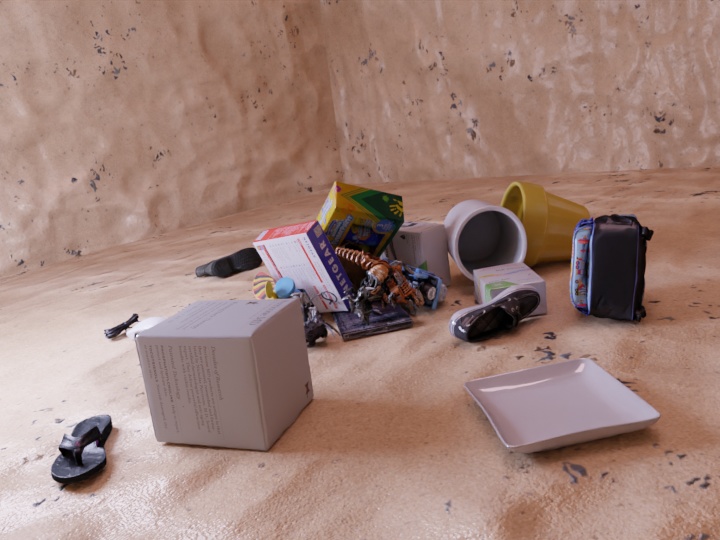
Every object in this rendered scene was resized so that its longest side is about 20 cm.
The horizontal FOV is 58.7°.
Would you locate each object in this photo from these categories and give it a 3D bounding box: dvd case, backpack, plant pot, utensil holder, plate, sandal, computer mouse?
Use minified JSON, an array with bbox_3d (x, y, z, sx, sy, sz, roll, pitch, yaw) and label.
[{"bbox_3d":[0.019,0.097,1.355,0.144,0.017,0.200,-11,14,-8],"label":"dvd case"},{"bbox_3d":[0.460,-0.017,1.185,0.130,0.189,0.199,4,14,21],"label":"backpack"},{"bbox_3d":[0.447,-0.101,1.555,0.182,0.208,0.201,7,12,-5],"label":"plant pot"},{"bbox_3d":[0.281,-0.075,1.489,0.164,0.176,0.200,-8,13,0],"label":"utensil holder"},{"bbox_3d":[0.254,0.179,0.842,0.193,0.033,0.200,-11,14,-5],"label":"plate"},{"bbox_3d":[-0.409,0.249,0.936,0.073,0.050,0.200,-12,13,-14],"label":"sandal"},{"bbox_3d":[-0.502,0.130,1.488,0.195,0.045,0.109,-1,15,30],"label":"computer mouse"}]

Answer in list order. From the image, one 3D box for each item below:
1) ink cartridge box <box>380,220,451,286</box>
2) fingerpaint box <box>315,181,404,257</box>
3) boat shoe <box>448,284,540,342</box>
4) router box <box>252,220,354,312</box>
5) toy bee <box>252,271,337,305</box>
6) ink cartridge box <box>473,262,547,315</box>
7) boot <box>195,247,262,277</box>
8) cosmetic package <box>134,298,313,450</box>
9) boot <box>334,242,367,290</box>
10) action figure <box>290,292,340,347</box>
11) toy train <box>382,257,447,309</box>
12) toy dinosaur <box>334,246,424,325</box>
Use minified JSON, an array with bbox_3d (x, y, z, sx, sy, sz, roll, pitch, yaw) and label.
[{"bbox_3d":[0.120,-0.038,1.555,0.082,0.150,0.198,-18,16,-32],"label":"ink cartridge box"},{"bbox_3d":[-0.014,-0.095,1.444,0.162,0.075,0.201,10,-35,-19],"label":"fingerpaint box"},{"bbox_3d":[0.256,0.082,1.163,0.194,0.072,0.066,-14,22,-20],"label":"boat shoe"},{"bbox_3d":[-0.120,-0.001,1.401,0.176,0.203,0.049,-5,33,41],"label":"router box"},{"bbox_3d":[-0.164,0.072,1.366,0.196,0.131,0.111,1,55,46],"label":"toy bee"},{"bbox_3d":[0.299,0.035,1.318,0.113,0.070,0.200,-9,13,0],"label":"ink cartridge box"},{"bbox_3d":[-0.419,-0.026,2.034,0.197,0.070,0.129,-19,11,-41],"label":"boot"},{"bbox_3d":[-0.196,0.148,0.961,0.194,0.172,0.167,-2,14,20],"label":"cosmetic package"},{"bbox_3d":[0.000,0.000,1.469,0.075,0.075,0.199,-37,-37,15],"label":"boot"},{"bbox_3d":[-0.139,0.101,1.261,0.193,0.106,0.119,-6,3,16],"label":"action figure"},{"bbox_3d":[0.105,0.027,1.410,0.112,0.090,0.197,5,9,-44],"label":"toy train"},{"bbox_3d":[0.033,0.024,1.296,0.200,0.137,0.102,43,17,17],"label":"toy dinosaur"}]
